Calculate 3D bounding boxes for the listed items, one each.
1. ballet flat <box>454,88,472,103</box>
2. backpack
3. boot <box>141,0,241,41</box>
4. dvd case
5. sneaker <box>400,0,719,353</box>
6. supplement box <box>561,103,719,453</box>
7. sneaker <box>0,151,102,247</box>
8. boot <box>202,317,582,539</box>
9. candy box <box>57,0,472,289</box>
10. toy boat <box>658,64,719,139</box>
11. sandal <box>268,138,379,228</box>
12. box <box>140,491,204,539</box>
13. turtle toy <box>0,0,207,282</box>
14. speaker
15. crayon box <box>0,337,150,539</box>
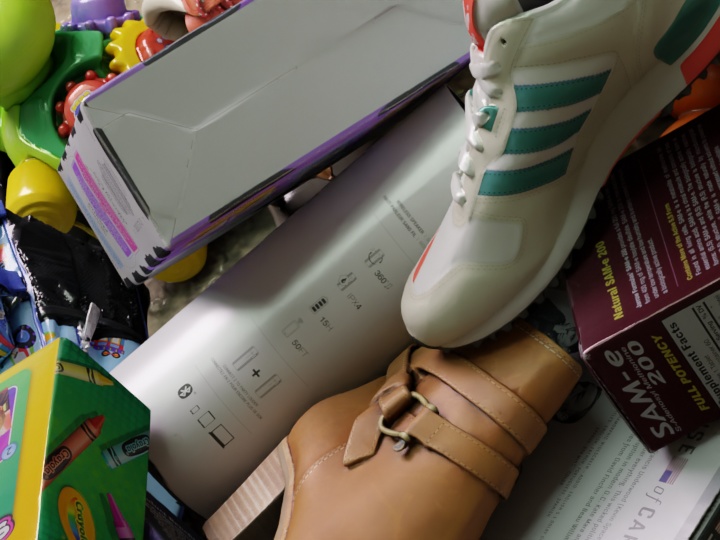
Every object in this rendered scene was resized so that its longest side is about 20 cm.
[{"bbox_3d":[0.000,0.000,1.048,0.200,0.069,0.071,-43,7,7],"label":"ballet flat"},{"bbox_3d":[-0.172,0.089,1.068,0.183,0.134,0.201,-47,40,18],"label":"backpack"},{"bbox_3d":[-0.037,-0.154,1.116,0.199,0.075,0.108,4,65,57],"label":"boot"},{"bbox_3d":[0.078,0.077,0.920,0.199,0.025,0.151,11,61,52],"label":"dvd case"},{"bbox_3d":[0.060,-0.067,0.871,0.200,0.093,0.070,-53,23,13],"label":"sneaker"},{"bbox_3d":[0.173,-0.026,0.862,0.199,0.061,0.109,-29,31,15],"label":"supplement box"},{"bbox_3d":[-0.161,-0.064,1.291,0.076,0.091,0.201,-29,33,33],"label":"sneaker"},{"bbox_3d":[0.032,0.095,0.874,0.155,0.077,0.200,-41,24,-2],"label":"boot"},{"bbox_3d":[-0.043,-0.071,1.009,0.167,0.072,0.200,-33,1,-12],"label":"candy box"},{"bbox_3d":[0.146,-0.079,0.963,0.199,0.130,0.132,-13,73,40],"label":"toy boat"},{"bbox_3d":[-0.022,-0.062,1.166,0.082,0.055,0.200,-37,32,10],"label":"sandal"},{"bbox_3d":[-0.095,0.188,0.909,0.148,0.104,0.200,-46,32,-3],"label":"box"},{"bbox_3d":[-0.139,-0.091,1.207,0.101,0.199,0.147,-51,30,39],"label":"turtle toy"},{"bbox_3d":[-0.012,0.013,0.973,0.200,0.081,0.081,-41,32,7],"label":"speaker"},{"bbox_3d":[-0.178,0.126,0.920,0.199,0.058,0.119,-31,34,22],"label":"crayon box"}]
